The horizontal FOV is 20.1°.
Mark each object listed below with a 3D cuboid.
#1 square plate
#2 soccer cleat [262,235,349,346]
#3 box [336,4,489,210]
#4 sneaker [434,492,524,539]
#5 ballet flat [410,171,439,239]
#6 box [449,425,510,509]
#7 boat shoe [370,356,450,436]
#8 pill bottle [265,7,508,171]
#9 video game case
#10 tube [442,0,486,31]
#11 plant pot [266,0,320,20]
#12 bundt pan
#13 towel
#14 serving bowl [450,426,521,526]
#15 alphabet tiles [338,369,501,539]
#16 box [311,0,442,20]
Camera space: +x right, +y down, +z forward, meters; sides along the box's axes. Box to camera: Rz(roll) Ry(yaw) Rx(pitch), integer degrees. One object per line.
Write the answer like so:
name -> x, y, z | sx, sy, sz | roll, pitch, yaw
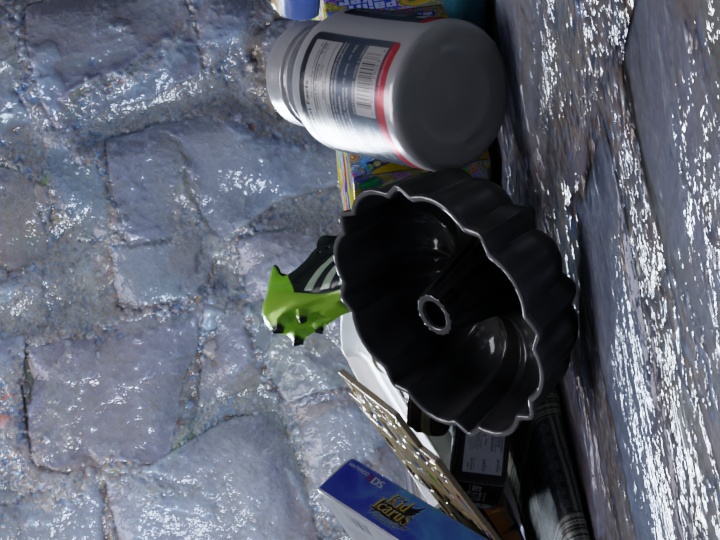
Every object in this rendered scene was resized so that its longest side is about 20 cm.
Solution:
square plate -> 0.039, 0.124, 1.845 | 0.199, 0.028, 0.200 | 60, 171, 15
soccer cleat -> 0.000, 0.000, 1.734 | 0.067, 0.199, 0.082 | 39, -139, -47
box -> 0.044, -0.098, 1.843 | 0.201, 0.121, 0.194 | 86, 176, -51
sneaker -> 0.118, 0.267, 1.752 | 0.201, 0.077, 0.078 | 63, -177, -20
ballet flat -> 0.056, -0.040, 1.599 | 0.067, 0.056, 0.200 | 64, -173, 1
box -> 0.100, 0.082, 1.624 | 0.161, 0.049, 0.202 | 94, -178, -76
boat shoe -> 0.044, 0.081, 1.695 | 0.203, 0.074, 0.075 | -70, -16, -70
pill bottle -> 0.015, -0.151, 1.644 | 0.199, 0.119, 0.121 | 17, 120, 52
video game case -> 0.071, 0.256, 1.640 | 0.200, 0.045, 0.182 | 26, 151, 53
tube -> 0.082, -0.231, 1.644 | 0.200, 0.050, 0.078 | 77, -173, -65
plant pot -> -0.044, -0.341, 1.746 | 0.200, 0.179, 0.200 | 50, 171, 6
bundt pan -> 0.077, 0.014, 1.444 | 0.201, 0.076, 0.203 | 32, 140, 32
towel -> 0.154, 0.188, 1.614 | 0.200, 0.034, 0.194 | 93, 166, -63
serving bowl -> 0.116, 0.168, 1.868 | 0.200, 0.065, 0.202 | 171, 90, -88
alphabet tiles -> 0.051, 0.155, 1.587 | 0.167, 0.006, 0.200 | 53, 172, -21
box -> 0.018, -0.240, 2.064 | 0.201, 0.121, 0.194 | 86, 175, -45
